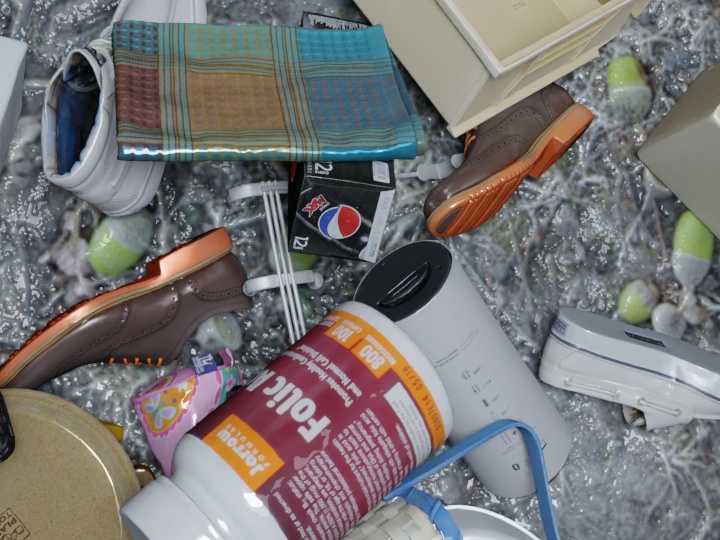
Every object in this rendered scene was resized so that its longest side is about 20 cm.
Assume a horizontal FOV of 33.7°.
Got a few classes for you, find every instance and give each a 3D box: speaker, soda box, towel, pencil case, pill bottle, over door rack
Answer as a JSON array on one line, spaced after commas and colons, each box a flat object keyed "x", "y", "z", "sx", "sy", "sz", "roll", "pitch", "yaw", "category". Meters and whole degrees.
[{"x": 0.076, "y": 0.073, "z": 0.853, "sx": 0.081, "sy": 0.081, "sz": 0.201, "roll": -46, "pitch": 123, "yaw": -14, "category": "speaker"}, {"x": -0.017, "y": -0.099, "z": 0.845, "sx": 0.062, "sy": 0.071, "sz": 0.201, "roll": 7, "pitch": 42, "yaw": -9, "category": "soda box"}, {"x": -0.064, "y": -0.122, "z": 0.789, "sx": 0.197, "sy": 0.022, "sz": 0.148, "roll": -1, "pitch": 43, "yaw": -13, "category": "towel"}, {"x": -0.092, "y": 0.161, "z": 0.848, "sx": 0.086, "sy": 0.087, "sz": 0.202, "roll": -21, "pitch": 87, "yaw": -14, "category": "pencil case"}, {"x": -0.046, "y": 0.122, "z": 0.749, "sx": 0.199, "sy": 0.114, "sz": 0.115, "roll": -40, "pitch": 93, "yaw": -22, "category": "pill bottle"}, {"x": 0.000, "y": 0.000, "z": 0.902, "sx": 0.198, "sy": 0.066, "sz": 0.150, "roll": -10, "pitch": 86, "yaw": -28, "category": "over door rack"}]

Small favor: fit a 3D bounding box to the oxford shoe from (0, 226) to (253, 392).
[{"x": -0.167, "y": 0.045, "z": 0.852, "sx": 0.198, "sy": 0.071, "sz": 0.073, "roll": -30, "pitch": 98, "yaw": -13, "category": "oxford shoe"}]

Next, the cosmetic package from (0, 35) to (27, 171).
[{"x": -0.295, "y": -0.073, "z": 0.794, "sx": 0.100, "sy": 0.074, "sz": 0.202, "roll": 14, "pitch": 51, "yaw": -10, "category": "cosmetic package"}]

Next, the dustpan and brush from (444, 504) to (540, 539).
[{"x": 0.059, "y": 0.212, "z": 0.897, "sx": 0.139, "sy": 0.057, "sz": 0.201, "roll": -38, "pitch": 99, "yaw": -2, "category": "dustpan and brush"}]

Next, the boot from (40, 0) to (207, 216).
[{"x": -0.170, "y": -0.145, "z": 0.849, "sx": 0.073, "sy": 0.095, "sz": 0.203, "roll": 6, "pitch": 81, "yaw": 20, "category": "boot"}]

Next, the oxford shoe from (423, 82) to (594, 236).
[{"x": 0.099, "y": -0.091, "z": 0.909, "sx": 0.073, "sy": 0.071, "sz": 0.199, "roll": 46, "pitch": 47, "yaw": 8, "category": "oxford shoe"}]

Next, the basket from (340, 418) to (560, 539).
[{"x": 0.055, "y": 0.213, "z": 0.801, "sx": 0.198, "sy": 0.139, "sz": 0.179, "roll": -18, "pitch": 98, "yaw": -19, "category": "basket"}]

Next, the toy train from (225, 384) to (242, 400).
[{"x": -0.010, "y": 0.109, "z": 0.860, "sx": 0.198, "sy": 0.034, "sz": 0.047, "roll": 7, "pitch": 79, "yaw": -36, "category": "toy train"}]

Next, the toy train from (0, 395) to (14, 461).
[{"x": -0.265, "y": 0.045, "z": 0.798, "sx": 0.034, "sy": 0.046, "sz": 0.201, "roll": -24, "pitch": 54, "yaw": -5, "category": "toy train"}]

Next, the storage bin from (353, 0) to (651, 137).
[{"x": 0.094, "y": -0.235, "z": 0.890, "sx": 0.197, "sy": 0.094, "sz": 0.201, "roll": -31, "pitch": 78, "yaw": -30, "category": "storage bin"}]

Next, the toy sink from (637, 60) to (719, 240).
[{"x": 0.348, "y": -0.077, "z": 0.950, "sx": 0.200, "sy": 0.130, "sz": 0.112, "roll": 43, "pitch": 76, "yaw": -4, "category": "toy sink"}]

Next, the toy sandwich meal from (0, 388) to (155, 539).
[{"x": -0.231, "y": 0.175, "z": 0.827, "sx": 0.202, "sy": 0.070, "sz": 0.208, "roll": 0, "pitch": 88, "yaw": -2, "category": "toy sandwich meal"}]

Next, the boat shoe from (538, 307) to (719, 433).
[{"x": 0.234, "y": 0.092, "z": 0.944, "sx": 0.197, "sy": 0.071, "sz": 0.071, "roll": 17, "pitch": 107, "yaw": -14, "category": "boat shoe"}]
